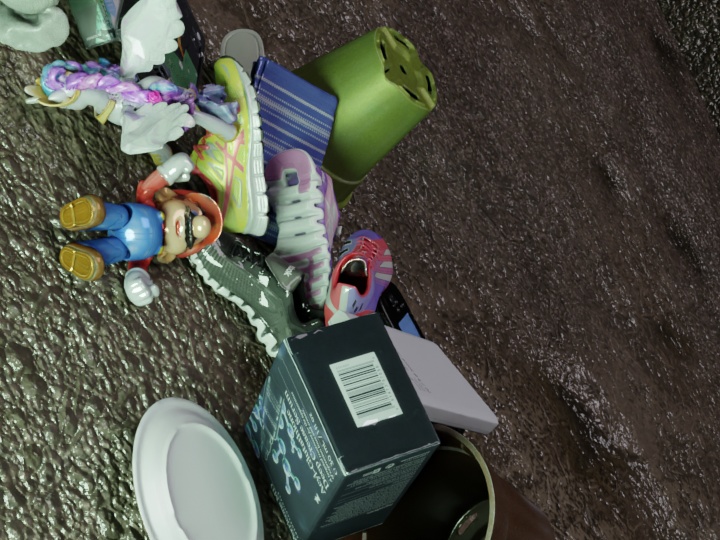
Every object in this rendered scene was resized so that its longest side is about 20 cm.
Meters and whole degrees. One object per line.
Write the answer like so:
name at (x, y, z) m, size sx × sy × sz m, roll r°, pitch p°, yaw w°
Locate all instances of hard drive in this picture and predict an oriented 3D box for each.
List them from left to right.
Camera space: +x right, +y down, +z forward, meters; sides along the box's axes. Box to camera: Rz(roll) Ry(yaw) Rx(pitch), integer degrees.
hard drive at (-0.226, -0.267, 1.682) m, size 0.201 × 0.038 × 0.140 m, roll -93°, pitch 162°, yaw -53°
hard drive at (0.059, 0.111, 1.573) m, size 0.132 × 0.027 × 0.200 m, roll 51°, pitch 16°, yaw 31°

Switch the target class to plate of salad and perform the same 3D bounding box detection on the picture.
plate of salad at (-0.156, 0.217, 1.379) m, size 0.200 × 0.048 × 0.201 m, roll 47°, pitch 31°, yaw -39°

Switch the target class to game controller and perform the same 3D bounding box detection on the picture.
game controller at (0.068, 0.107, 1.728) m, size 0.201 × 0.042 × 0.104 m, roll 62°, pitch 24°, yaw -4°

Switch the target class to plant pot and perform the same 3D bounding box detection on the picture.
plant pot at (-0.011, -0.208, 1.865) m, size 0.200 × 0.189 × 0.201 m, roll 36°, pitch 36°, yaw -32°
plant pot at (0.104, 0.289, 1.579) m, size 0.198 × 0.199 × 0.202 m, roll 33°, pitch 36°, yaw -48°

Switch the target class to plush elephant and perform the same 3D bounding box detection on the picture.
plush elephant at (-0.348, -0.313, 1.463) m, size 0.154 × 0.165 × 0.201 m, roll 18°, pitch 46°, yaw 11°

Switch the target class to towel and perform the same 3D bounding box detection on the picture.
towel at (-0.099, -0.134, 1.728) m, size 0.144 × 0.024 × 0.202 m, roll 23°, pitch 80°, yaw -47°

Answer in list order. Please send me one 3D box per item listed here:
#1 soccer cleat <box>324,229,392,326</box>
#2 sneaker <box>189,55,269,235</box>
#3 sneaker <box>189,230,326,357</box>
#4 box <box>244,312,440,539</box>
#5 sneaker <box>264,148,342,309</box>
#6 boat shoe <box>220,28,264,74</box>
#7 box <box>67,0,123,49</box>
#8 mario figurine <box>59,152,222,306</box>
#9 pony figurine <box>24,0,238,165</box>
soccer cleat at (0.000, 0.000, 1.649) m, size 0.066 × 0.077 × 0.200 m, roll 11°, pitch 34°, yaw 5°
sneaker at (-0.152, -0.135, 1.624) m, size 0.078 × 0.089 × 0.202 m, roll -173°, pitch -102°, yaw -80°
sneaker at (-0.108, 0.008, 1.609) m, size 0.200 × 0.090 × 0.067 m, roll 51°, pitch 29°, yaw -13°
box at (-0.023, 0.161, 1.447) m, size 0.106 × 0.200 × 0.149 m, roll -15°, pitch 64°, yaw -24°
sneaker at (-0.057, -0.037, 1.705) m, size 0.088 × 0.080 × 0.202 m, roll 12°, pitch 73°, yaw -64°
boat shoe at (-0.144, -0.196, 1.780) m, size 0.060 × 0.073 × 0.201 m, roll 83°, pitch 3°, yaw -60°
box at (-0.303, -0.348, 1.617) m, size 0.144 × 0.036 × 0.201 m, roll -65°, pitch 135°, yaw -76°
mario figurine at (-0.204, -0.044, 1.485) m, size 0.106 × 0.124 × 0.199 m, roll 45°, pitch 29°, yaw 20°
pony figurine at (-0.220, -0.178, 1.519) m, size 0.199 × 0.192 × 0.168 m, roll 19°, pitch 64°, yaw -51°
